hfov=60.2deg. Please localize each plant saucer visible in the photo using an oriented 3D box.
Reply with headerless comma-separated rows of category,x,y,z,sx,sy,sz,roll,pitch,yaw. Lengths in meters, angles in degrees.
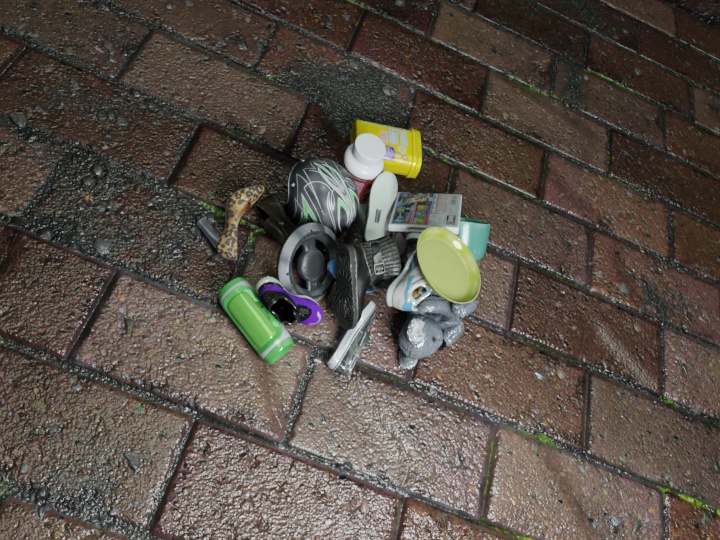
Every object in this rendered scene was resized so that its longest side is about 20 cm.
plant saucer,0.203,-0.008,1.477,0.197,0.031,0.203,20,53,-29

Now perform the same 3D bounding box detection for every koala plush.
koala plush,0.156,0.137,1.524,0.182,0.179,0.201,28,55,11

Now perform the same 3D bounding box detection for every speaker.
speaker,-0.242,0.114,1.430,0.088,0.089,0.201,-33,77,-32

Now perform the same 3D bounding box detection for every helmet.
helmet,-0.097,-0.185,1.587,0.196,0.191,0.204,9,59,-16

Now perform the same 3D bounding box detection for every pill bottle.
pill bottle,-0.004,-0.267,1.664,0.111,0.201,0.115,9,59,-15

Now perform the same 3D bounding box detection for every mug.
mug,0.255,-0.084,1.689,0.181,0.152,0.117,7,100,-4

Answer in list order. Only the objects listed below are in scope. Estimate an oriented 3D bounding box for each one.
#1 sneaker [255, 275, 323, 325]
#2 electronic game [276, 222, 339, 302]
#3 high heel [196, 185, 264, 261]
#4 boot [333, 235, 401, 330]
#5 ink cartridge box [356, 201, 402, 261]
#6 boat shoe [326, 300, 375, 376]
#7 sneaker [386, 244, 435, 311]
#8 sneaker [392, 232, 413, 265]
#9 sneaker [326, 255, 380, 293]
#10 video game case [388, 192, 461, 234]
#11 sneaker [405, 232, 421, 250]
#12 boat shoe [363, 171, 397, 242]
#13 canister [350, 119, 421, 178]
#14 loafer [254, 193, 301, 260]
sneaker,-0.155,0.096,1.429,0.199,0.070,0.100,31,16,-40
electronic game,-0.123,-0.016,1.508,0.041,0.203,0.199,15,41,44
high heel,-0.289,-0.118,1.545,0.199,0.072,0.143,-38,72,-16
boot,0.020,0.028,1.476,0.156,0.079,0.216,-8,107,-39
ink cartridge box,0.099,-0.113,1.711,0.196,0.044,0.176,-11,65,-25
boat shoe,-0.009,0.167,1.505,0.070,0.072,0.202,36,66,-8
sneaker,0.141,0.018,1.490,0.080,0.077,0.201,17,58,29
sneaker,0.150,-0.047,1.670,0.099,0.074,0.203,-22,90,-36
sneaker,0.000,0.000,1.549,0.198,0.083,0.071,22,27,-52
video game case,0.174,-0.154,1.637,0.178,0.023,0.201,3,32,10
sneaker,0.188,-0.010,1.593,0.198,0.075,0.115,32,63,-22
boat shoe,0.044,-0.160,1.631,0.069,0.064,0.204,16,85,-10
canister,0.072,-0.357,1.813,0.196,0.087,0.151,8,59,-14
loafer,-0.211,-0.103,1.579,0.070,0.074,0.202,-19,60,-24
